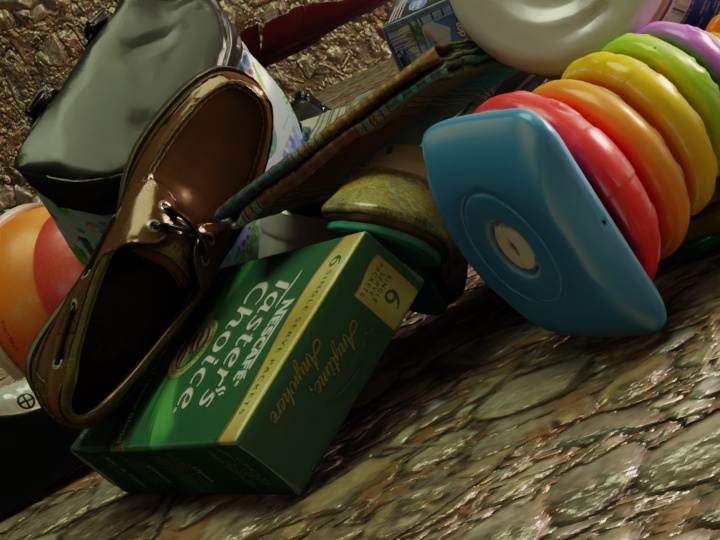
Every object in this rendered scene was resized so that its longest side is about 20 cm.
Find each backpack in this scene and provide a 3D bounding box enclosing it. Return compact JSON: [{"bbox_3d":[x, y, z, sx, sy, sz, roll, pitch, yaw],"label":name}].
[{"bbox_3d":[-0.098,-0.040,1.016,0.201,0.153,0.164,90,-155,-53],"label":"backpack"}]

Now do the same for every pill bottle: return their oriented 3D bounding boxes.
[{"bbox_3d":[0.136,-0.151,0.897,0.119,0.121,0.200,-22,-11,27],"label":"pill bottle"}]

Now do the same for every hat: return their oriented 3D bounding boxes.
[{"bbox_3d":[-0.082,-0.097,1.140,0.175,0.167,0.200,13,-34,-19],"label":"hat"}]

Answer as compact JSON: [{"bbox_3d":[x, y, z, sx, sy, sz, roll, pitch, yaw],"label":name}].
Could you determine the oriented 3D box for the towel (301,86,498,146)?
[{"bbox_3d":[0.009,-0.096,1.190,0.192,0.035,0.200,-25,17,32],"label":"towel"}]

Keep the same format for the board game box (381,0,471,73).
[{"bbox_3d":[0.128,-0.201,1.156,0.198,0.062,0.200,-17,23,19],"label":"board game box"}]

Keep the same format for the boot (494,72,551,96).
[{"bbox_3d":[0.138,-0.134,1.283,0.150,0.074,0.200,3,35,47],"label":"boot"}]

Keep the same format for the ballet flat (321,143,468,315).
[{"bbox_3d":[0.023,-0.028,0.887,0.070,0.071,0.200,-26,-15,3],"label":"ballet flat"}]

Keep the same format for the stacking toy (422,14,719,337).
[{"bbox_3d":[0.134,-0.071,0.780,0.200,0.116,0.110,-41,16,-20],"label":"stacking toy"}]

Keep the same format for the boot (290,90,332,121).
[{"bbox_3d":[-0.082,-0.080,1.300,0.162,0.199,0.073,-41,16,-34],"label":"boot"}]

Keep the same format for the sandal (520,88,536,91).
[{"bbox_3d":[0.151,-0.092,1.128,0.199,0.080,0.087,-29,-28,28],"label":"sandal"}]

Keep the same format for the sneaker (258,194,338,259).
[{"bbox_3d":[0.000,0.000,1.020,0.072,0.085,0.199,18,13,32],"label":"sneaker"}]

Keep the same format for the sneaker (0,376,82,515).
[{"bbox_3d":[-0.200,0.094,1.063,0.200,0.068,0.108,-25,8,-8],"label":"sneaker"}]

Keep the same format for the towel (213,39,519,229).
[{"bbox_3d":[0.017,-0.075,0.907,0.146,0.022,0.200,-36,-3,22],"label":"towel"}]

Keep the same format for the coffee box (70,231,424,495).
[{"bbox_3d":[-0.060,0.049,0.854,0.123,0.044,0.200,-57,22,-22],"label":"coffee box"}]

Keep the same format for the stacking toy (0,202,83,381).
[{"bbox_3d":[-0.156,-0.002,1.183,0.199,0.147,0.146,-23,10,40],"label":"stacking toy"}]

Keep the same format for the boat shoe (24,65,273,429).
[{"bbox_3d":[-0.096,-0.009,0.875,0.201,0.072,0.068,-63,20,-3],"label":"boat shoe"}]

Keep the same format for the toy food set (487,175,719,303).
[{"bbox_3d":[0.145,-0.044,0.907,0.199,0.049,0.198,-18,13,43],"label":"toy food set"}]
